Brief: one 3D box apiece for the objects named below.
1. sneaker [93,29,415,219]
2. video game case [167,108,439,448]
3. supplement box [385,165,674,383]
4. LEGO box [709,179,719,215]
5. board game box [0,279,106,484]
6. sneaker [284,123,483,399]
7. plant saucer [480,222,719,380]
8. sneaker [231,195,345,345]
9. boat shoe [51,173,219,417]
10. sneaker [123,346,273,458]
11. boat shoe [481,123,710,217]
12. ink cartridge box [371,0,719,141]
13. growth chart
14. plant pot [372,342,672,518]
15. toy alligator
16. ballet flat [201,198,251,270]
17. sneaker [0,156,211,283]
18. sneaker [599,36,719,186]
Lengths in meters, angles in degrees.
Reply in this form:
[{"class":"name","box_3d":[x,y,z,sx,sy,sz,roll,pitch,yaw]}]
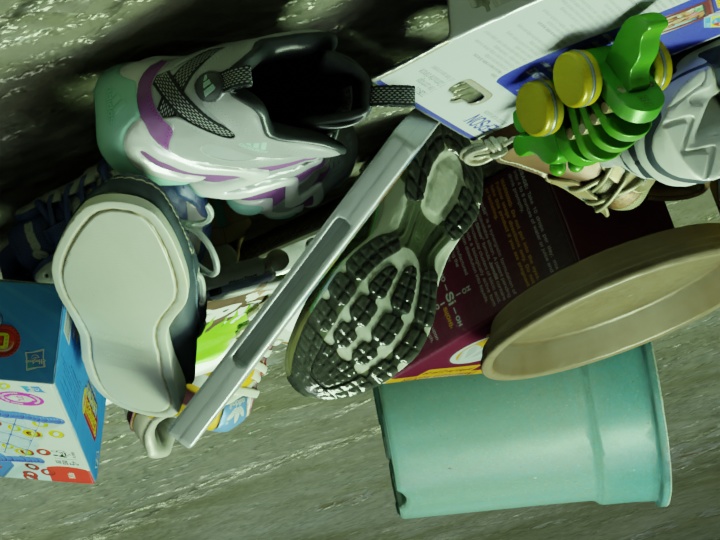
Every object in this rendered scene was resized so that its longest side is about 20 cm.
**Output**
[{"class":"sneaker","box_3d":[-0.024,-0.076,1.514,0.140,0.078,0.200,-12,173,33]},{"class":"video game case","box_3d":[-0.028,0.000,1.610,0.200,0.018,0.143,-52,180,11]},{"class":"supplement box","box_3d":[0.100,-0.003,1.988,0.110,0.086,0.200,-4,159,-45]},{"class":"LEGO box","box_3d":[0.297,-0.102,1.893,0.149,0.077,0.200,-18,166,-3]},{"class":"board game box","box_3d":[-0.247,0.057,1.636,0.195,0.056,0.200,4,161,4]},{"class":"sneaker","box_3d":[0.000,0.000,1.745,0.089,0.077,0.200,-13,-144,46]},{"class":"plant saucer","box_3d":[0.166,0.018,1.923,0.200,0.030,0.200,-20,164,-6]},{"class":"sneaker","box_3d":[-0.064,0.027,1.852,0.200,0.085,0.073,-21,-161,9]},{"class":"boat shoe","box_3d":[-0.110,0.004,1.546,0.075,0.062,0.200,10,149,13]},{"class":"sneaker","box_3d":[-0.081,0.053,1.951,0.075,0.090,0.200,-4,160,-46]},{"class":"boat shoe","box_3d":[0.153,-0.074,1.815,0.076,0.074,0.200,-31,162,38]},{"class":"ink cartridge box","box_3d":[0.117,-0.139,1.590,0.200,0.047,0.198,-21,167,14]},{"class":"growth chart","box_3d":[-0.103,0.035,1.731,0.145,0.018,0.200,-19,165,-16]},{"class":"plant pot","box_3d":[0.110,0.091,2.176,0.196,0.201,0.200,-11,166,-2]},{"class":"toy alligator","box_3d":[0.116,-0.078,1.625,0.059,0.054,0.200,-11,165,-32]},{"class":"ballet flat","box_3d":[-0.098,-0.011,1.742,0.069,0.063,0.200,-17,166,-9]},{"class":"sneaker","box_3d":[-0.142,-0.020,1.626,0.088,0.075,0.200,-13,164,-22]},{"class":"sneaker","box_3d":[0.212,-0.113,1.736,0.199,0.080,0.130,-44,-162,-23]}]
